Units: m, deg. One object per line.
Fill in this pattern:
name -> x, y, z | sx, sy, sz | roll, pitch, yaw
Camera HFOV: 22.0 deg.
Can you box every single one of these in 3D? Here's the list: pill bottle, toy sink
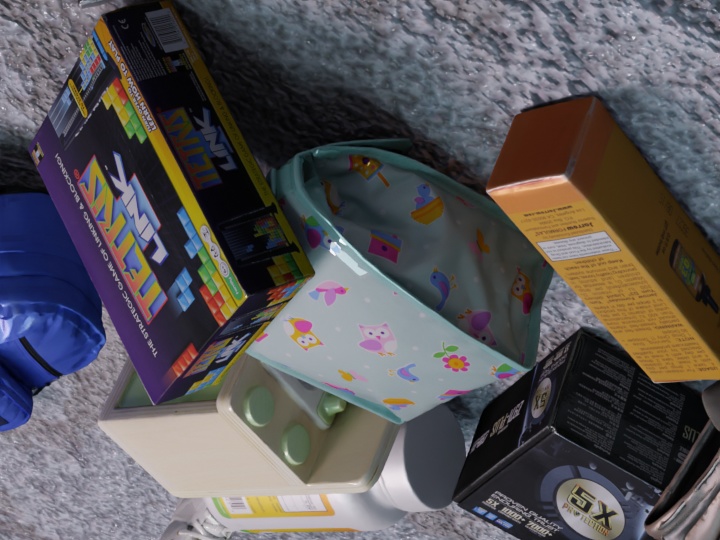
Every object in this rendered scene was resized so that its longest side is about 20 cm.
pill bottle -> -0.021, 0.146, 1.438 | 0.199, 0.112, 0.111 | -7, 138, 38
toy sink -> -0.074, 0.082, 1.361 | 0.199, 0.131, 0.112 | -6, 138, 40

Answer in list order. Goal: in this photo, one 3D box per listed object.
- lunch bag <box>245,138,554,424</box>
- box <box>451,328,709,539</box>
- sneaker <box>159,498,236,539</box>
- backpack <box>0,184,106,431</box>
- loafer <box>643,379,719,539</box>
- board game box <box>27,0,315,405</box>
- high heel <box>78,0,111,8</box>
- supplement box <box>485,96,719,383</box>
lunch bag -> 0.000, 0.000, 1.203 | 0.199, 0.123, 0.170 | 29, 149, -20
box -> 0.193, 0.152, 1.336 | 0.199, 0.087, 0.164 | 29, 147, -9
sneaker -> -0.115, 0.217, 1.602 | 0.073, 0.116, 0.200 | 33, 145, -13
backpack -> -0.286, 0.035, 1.360 | 0.198, 0.169, 0.163 | -13, 164, 4
loafer -> 0.238, 0.105, 1.192 | 0.062, 0.072, 0.201 | 19, 117, 8
board game box -> -0.125, -0.040, 1.167 | 0.201, 0.056, 0.165 | 61, 143, 14
high heel -> -0.250, -0.186, 1.078 | 0.198, 0.072, 0.143 | -20, 145, 1
supplement box -> 0.162, -0.013, 1.129 | 0.068, 0.067, 0.200 | -12, 134, 43
